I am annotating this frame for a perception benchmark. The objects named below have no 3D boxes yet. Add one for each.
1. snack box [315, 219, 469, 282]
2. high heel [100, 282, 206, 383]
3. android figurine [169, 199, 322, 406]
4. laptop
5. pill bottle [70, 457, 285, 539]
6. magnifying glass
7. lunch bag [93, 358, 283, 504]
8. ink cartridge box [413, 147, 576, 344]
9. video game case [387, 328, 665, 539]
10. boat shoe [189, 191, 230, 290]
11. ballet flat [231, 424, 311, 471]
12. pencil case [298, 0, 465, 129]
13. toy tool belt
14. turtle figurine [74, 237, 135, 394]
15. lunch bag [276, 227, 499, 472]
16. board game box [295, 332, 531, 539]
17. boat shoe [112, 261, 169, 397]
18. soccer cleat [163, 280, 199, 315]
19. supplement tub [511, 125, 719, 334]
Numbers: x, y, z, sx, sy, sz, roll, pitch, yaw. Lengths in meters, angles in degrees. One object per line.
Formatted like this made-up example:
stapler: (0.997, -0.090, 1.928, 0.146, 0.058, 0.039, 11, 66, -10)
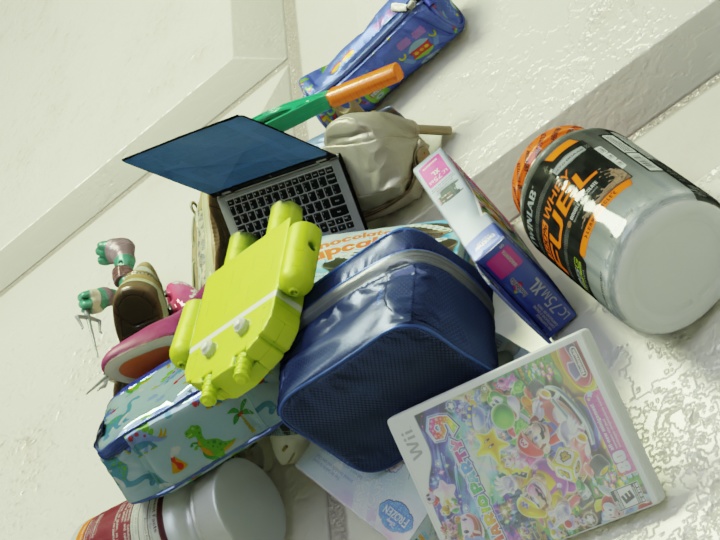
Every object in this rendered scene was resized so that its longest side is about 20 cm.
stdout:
snack box: (0.000, 0.000, 1.643, 0.198, 0.037, 0.116, -7, 23, 12)
high heel: (-0.179, 0.050, 1.754, 0.096, 0.198, 0.068, 51, 142, 36)
android figurine: (-0.099, 0.032, 1.540, 0.181, 0.041, 0.201, -32, 32, 38)
laptop: (-0.108, -0.055, 1.768, 0.186, 0.202, 0.116, -15, 9, 43)
pill bottle: (-0.173, 0.255, 1.663, 0.199, 0.114, 0.115, -28, 40, 32)
magnifying glass: (-0.048, -0.167, 1.808, 0.199, 0.023, 0.080, -22, 14, 22)
lunch bag: (-0.149, 0.123, 1.643, 0.199, 0.083, 0.161, -31, 14, 8)
ink cartridge box: (0.122, -0.018, 1.548, 0.042, 0.119, 0.200, -39, 35, 10)
video game case: (0.127, 0.148, 1.400, 0.199, 0.018, 0.144, -27, 86, 33)
boat shoe: (-0.161, -0.028, 1.944, 0.062, 0.073, 0.201, -33, 41, 34)
ballet flat: (-0.083, 0.157, 1.698, 0.199, 0.074, 0.075, -16, 48, 47)
pencil case: (0.020, -0.232, 1.901, 0.200, 0.087, 0.078, -41, 68, 19)
toy tool belt: (-0.009, -0.112, 1.823, 0.199, 0.126, 0.123, -11, 12, 42)
turtle figurine: (-0.258, 0.061, 1.959, 0.100, 0.151, 0.201, -5, 39, -3)
lunch bag: (0.019, 0.066, 1.504, 0.199, 0.136, 0.133, -33, 37, 30)
board game box: (0.055, 0.134, 1.560, 0.200, 0.043, 0.200, -54, 34, -4)
boat shoe: (-0.218, 0.085, 1.848, 0.076, 0.071, 0.202, -81, -4, -59)
soccer cleat: (-0.141, 0.073, 1.831, 0.086, 0.070, 0.200, -18, 40, -16)
supplement tub: (0.211, -0.041, 1.460, 0.123, 0.122, 0.200, -50, 33, 4)
